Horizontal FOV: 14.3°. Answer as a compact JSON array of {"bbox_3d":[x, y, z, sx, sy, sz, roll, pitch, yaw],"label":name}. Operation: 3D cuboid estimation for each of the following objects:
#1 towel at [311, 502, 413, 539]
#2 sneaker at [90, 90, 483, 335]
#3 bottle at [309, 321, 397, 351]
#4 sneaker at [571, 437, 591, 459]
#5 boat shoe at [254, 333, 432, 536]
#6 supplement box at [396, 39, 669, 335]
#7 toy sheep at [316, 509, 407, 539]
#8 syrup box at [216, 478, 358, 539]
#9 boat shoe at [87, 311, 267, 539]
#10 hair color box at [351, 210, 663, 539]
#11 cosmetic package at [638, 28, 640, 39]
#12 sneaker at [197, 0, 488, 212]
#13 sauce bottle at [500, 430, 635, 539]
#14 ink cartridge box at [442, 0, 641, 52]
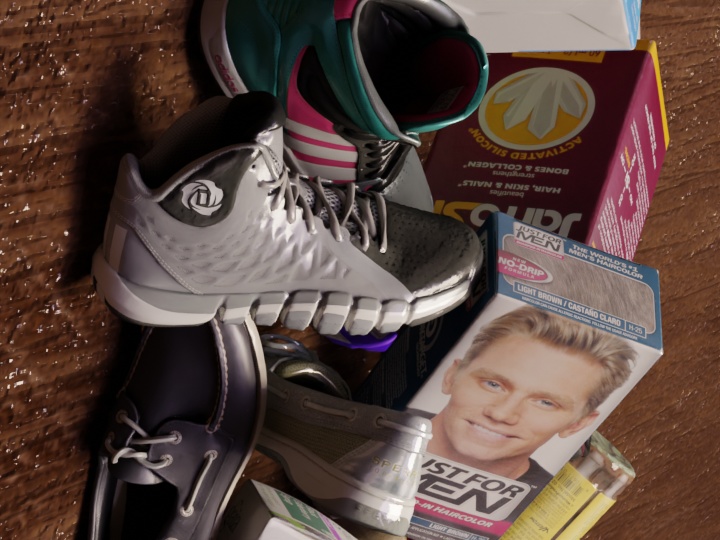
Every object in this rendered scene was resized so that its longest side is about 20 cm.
[{"bbox_3d":[0.012,0.190,1.715,0.023,0.144,0.201,-18,129,-35],"label":"towel"},{"bbox_3d":[-0.027,-0.033,1.383,0.199,0.075,0.116,-4,127,-19],"label":"sneaker"},{"bbox_3d":[0.000,0.000,1.615,0.084,0.065,0.200,-70,159,-10],"label":"bottle"},{"bbox_3d":[0.075,0.105,1.723,0.200,0.115,0.076,130,-31,-58],"label":"sneaker"},{"bbox_3d":[-0.019,0.074,1.489,0.074,0.202,0.065,22,97,-25],"label":"boat shoe"},{"bbox_3d":[0.096,-0.036,1.609,0.086,0.110,0.200,74,28,-46],"label":"supplement box"},{"bbox_3d":[-0.029,0.219,1.651,0.200,0.138,0.138,-57,165,28],"label":"toy sheep"},{"bbox_3d":[-0.073,0.220,1.529,0.200,0.081,0.079,-59,-163,4],"label":"syrup box"},{"bbox_3d":[-0.099,0.095,1.460,0.063,0.072,0.201,-38,147,-55],"label":"boat shoe"},{"bbox_3d":[0.067,0.064,1.513,0.061,0.100,0.200,-88,-156,-43],"label":"hair color box"},{"bbox_3d":[0.154,-0.122,1.849,0.200,0.050,0.083,85,2,-47],"label":"cosmetic package"},{"bbox_3d":[0.016,-0.079,1.441,0.200,0.120,0.084,50,54,-43],"label":"sneaker"},{"bbox_3d":[0.081,0.176,1.768,0.200,0.065,0.065,-46,159,7],"label":"sauce bottle"},{"bbox_3d":[0.096,-0.213,1.518,0.067,0.115,0.201,68,27,-54],"label":"ink cartridge box"}]
